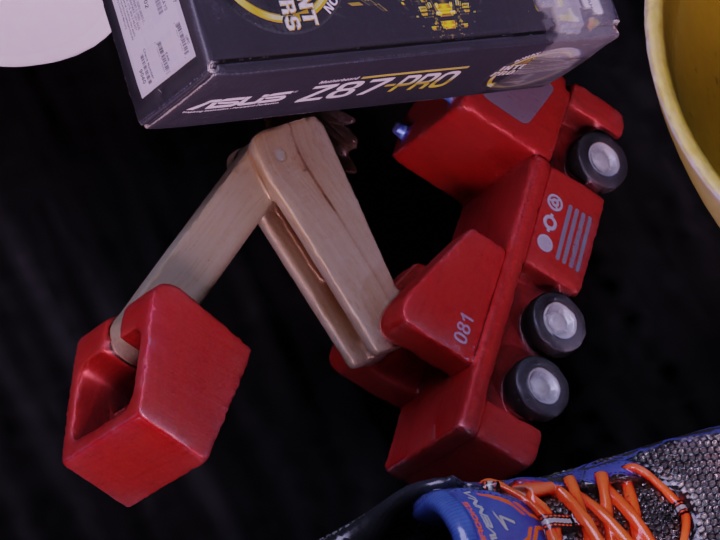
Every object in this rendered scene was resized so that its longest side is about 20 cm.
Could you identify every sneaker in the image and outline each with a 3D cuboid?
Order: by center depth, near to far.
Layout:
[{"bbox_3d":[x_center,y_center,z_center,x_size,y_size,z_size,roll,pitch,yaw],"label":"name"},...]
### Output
[{"bbox_3d":[0.046,0.092,0.876,0.199,0.079,0.075,-22,55,-9],"label":"sneaker"}]

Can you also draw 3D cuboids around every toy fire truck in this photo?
[{"bbox_3d":[0.000,0.000,0.921,0.141,0.049,0.201,31,54,-20],"label":"toy fire truck"}]

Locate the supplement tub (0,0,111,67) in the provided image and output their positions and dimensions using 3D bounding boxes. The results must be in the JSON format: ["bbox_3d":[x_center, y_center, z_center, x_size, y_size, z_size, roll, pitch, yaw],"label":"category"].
[{"bbox_3d":[-0.111,-0.183,0.996,0.144,0.145,0.201,6,56,11],"label":"supplement tub"}]

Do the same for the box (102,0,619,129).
[{"bbox_3d":[-0.021,-0.147,0.918,0.161,0.049,0.201,-7,73,-39],"label":"box"}]

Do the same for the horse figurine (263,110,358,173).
[{"bbox_3d":[-0.023,-0.120,1.026,0.050,0.133,0.201,3,73,-2],"label":"horse figurine"}]

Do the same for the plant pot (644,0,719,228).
[{"bbox_3d":[0.188,-0.047,0.913,0.199,0.142,0.201,-3,65,6],"label":"plant pot"}]
